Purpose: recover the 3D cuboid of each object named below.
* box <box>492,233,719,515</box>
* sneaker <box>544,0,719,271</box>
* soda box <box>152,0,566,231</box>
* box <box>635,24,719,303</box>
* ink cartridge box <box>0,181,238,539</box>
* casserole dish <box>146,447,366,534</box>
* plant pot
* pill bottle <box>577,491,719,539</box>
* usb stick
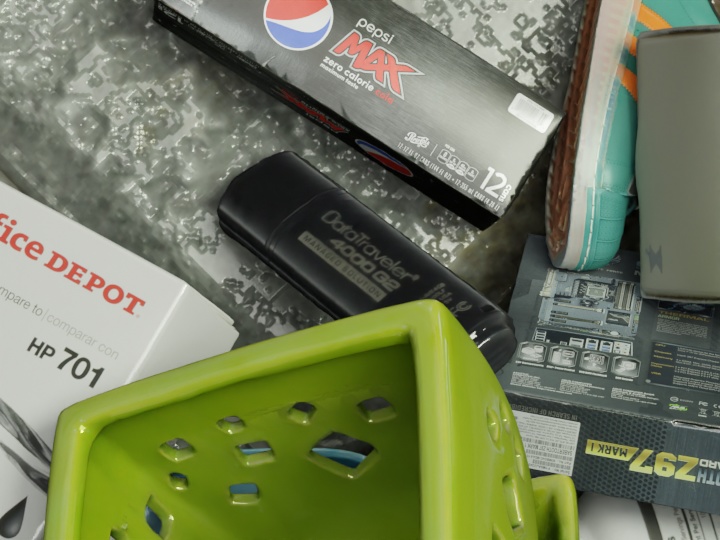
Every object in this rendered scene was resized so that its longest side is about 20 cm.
[{"bbox_3d":[0.162,0.053,1.341,0.200,0.158,0.051,10,120,5],"label":"box"},{"bbox_3d":[0.143,-0.087,1.393,0.080,0.071,0.200,16,68,-5],"label":"sneaker"},{"bbox_3d":[-0.002,-0.100,1.393,0.200,0.071,0.063,33,84,-2],"label":"soda box"},{"bbox_3d":[0.239,-0.051,1.330,0.200,0.109,0.128,-2,93,-19],"label":"box"},{"bbox_3d":[-0.173,0.070,1.332,0.146,0.086,0.200,27,83,22],"label":"ink cartridge box"},{"bbox_3d":[-0.066,0.148,1.382,0.200,0.039,0.121,-2,85,-7],"label":"casserole dish"},{"bbox_3d":[-0.009,0.156,1.225,0.200,0.181,0.199,-16,55,24],"label":"plant pot"},{"bbox_3d":[0.166,0.149,1.368,0.200,0.116,0.116,-9,86,-6],"label":"pill bottle"},{"bbox_3d":[0.000,0.000,1.341,0.055,0.200,0.033,-37,132,-14],"label":"usb stick"}]
